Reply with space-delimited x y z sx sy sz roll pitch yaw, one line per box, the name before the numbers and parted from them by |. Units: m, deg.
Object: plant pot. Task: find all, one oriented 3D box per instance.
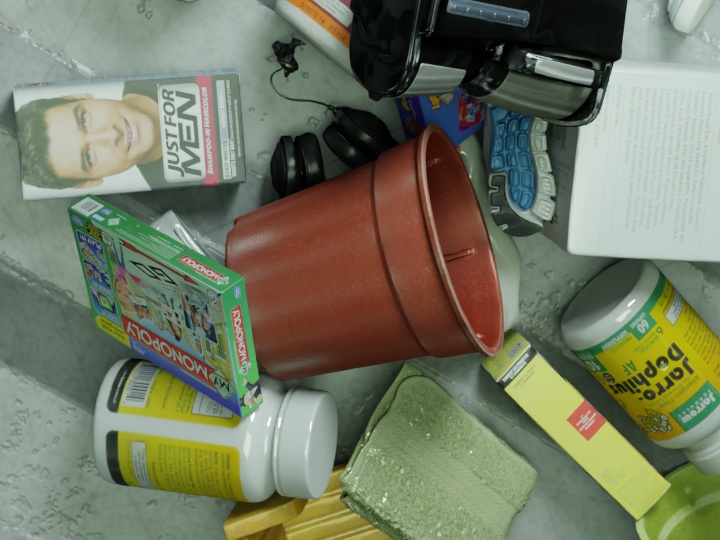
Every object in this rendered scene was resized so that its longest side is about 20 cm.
plant pot | 0.000 0.000 1.385 0.193 0.201 0.203 -16 103 16
plant pot | 0.377 0.301 1.545 0.198 0.201 0.186 -18 114 -5

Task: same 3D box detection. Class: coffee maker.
coffee maker | 0.100 -0.220 1.276 0.198 0.134 0.195 6 80 -35

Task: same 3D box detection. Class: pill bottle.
pill bottle | 0.289 0.094 1.520 0.113 0.113 0.200 -42 103 1
pill bottle | -0.127 0.144 1.437 0.198 0.114 0.116 6 100 14
pill bottle | 0.026 -0.272 1.416 0.114 0.114 0.201 38 94 -13

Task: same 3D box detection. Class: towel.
towel | 0.075 0.195 1.503 0.200 0.036 0.149 41 66 -27

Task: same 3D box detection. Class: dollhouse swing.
dollhouse swing | 0.001 0.278 1.492 0.174 0.182 0.202 -13 102 14

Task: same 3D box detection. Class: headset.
headset | -0.030 -0.111 1.470 0.123 0.094 0.201 -26 118 1

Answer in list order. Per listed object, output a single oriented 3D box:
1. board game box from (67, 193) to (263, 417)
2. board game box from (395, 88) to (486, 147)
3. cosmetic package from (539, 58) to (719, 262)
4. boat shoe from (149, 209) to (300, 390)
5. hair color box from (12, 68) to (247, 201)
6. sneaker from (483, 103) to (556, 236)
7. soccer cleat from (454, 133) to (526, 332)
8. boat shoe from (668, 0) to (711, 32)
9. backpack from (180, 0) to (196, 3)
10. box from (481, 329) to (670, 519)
board game box | -0.167 0.028 1.387 0.029 0.199 0.136 -34 135 -34
board game box | 0.084 -0.207 1.399 0.134 0.045 0.201 -38 143 -15
cosmetic package | 0.267 -0.103 1.455 0.197 0.165 0.167 3 101 -8
boat shoe | -0.120 0.026 1.477 0.200 0.072 0.069 43 92 -4
hair color box | -0.203 -0.122 1.438 0.198 0.061 0.100 -5 101 -7
sneaker | 0.135 -0.137 1.429 0.074 0.087 0.202 3 104 -8
soccer cleat | 0.107 -0.039 1.501 0.077 0.069 0.202 -11 94 -38
boat shoe | 0.313 -0.320 1.471 0.068 0.072 0.202 23 106 16
backpack | -0.135 -0.349 1.369 0.200 0.151 0.178 -44 102 -4
box | 0.203 0.146 1.537 0.050 0.075 0.200 -45 102 1
